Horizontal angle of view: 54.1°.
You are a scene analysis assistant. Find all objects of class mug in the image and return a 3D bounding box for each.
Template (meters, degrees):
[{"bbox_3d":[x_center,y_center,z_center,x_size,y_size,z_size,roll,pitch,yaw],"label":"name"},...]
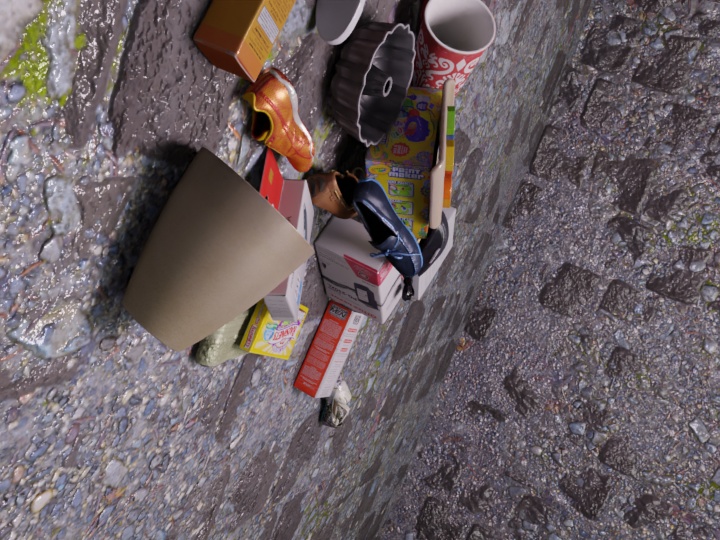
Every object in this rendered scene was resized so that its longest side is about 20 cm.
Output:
[{"bbox_3d":[0.159,-0.414,1.320,0.201,0.131,0.181,117,-14,-65],"label":"mug"}]

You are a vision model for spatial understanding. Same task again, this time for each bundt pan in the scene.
[{"bbox_3d":[0.014,-0.314,1.161,0.203,0.075,0.204,-55,159,-33],"label":"bundt pan"}]

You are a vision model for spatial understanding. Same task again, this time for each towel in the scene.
[{"bbox_3d":[-0.186,0.074,1.136,0.199,0.036,0.151,-10,120,-68],"label":"towel"}]

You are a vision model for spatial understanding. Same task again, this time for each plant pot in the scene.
[{"bbox_3d":[-0.188,-0.010,0.855,0.201,0.187,0.188,-49,159,-6],"label":"plant pot"}]

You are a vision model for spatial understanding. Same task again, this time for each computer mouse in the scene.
[{"bbox_3d":[0.135,-0.044,1.407,0.141,0.045,0.203,-84,-166,-62],"label":"computer mouse"}]

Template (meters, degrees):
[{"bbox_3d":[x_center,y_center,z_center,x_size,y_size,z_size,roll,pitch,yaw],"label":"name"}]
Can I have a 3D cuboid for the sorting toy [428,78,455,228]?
[{"bbox_3d":[0.151,-0.204,1.255,0.186,0.036,0.204,82,16,-61],"label":"sorting toy"}]

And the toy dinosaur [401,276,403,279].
[{"bbox_3d":[0.063,-0.051,1.518,0.181,0.196,0.107,150,-44,-67],"label":"toy dinosaur"}]

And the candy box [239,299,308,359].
[{"bbox_3d":[-0.142,0.095,1.194,0.104,0.026,0.200,-66,165,-4],"label":"candy box"}]

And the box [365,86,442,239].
[{"bbox_3d":[0.082,-0.203,1.325,0.194,0.119,0.203,86,13,-54],"label":"box"}]

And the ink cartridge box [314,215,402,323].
[{"bbox_3d":[0.000,0.000,1.388,0.085,0.143,0.201,-55,158,-24],"label":"ink cartridge box"}]

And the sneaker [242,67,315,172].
[{"bbox_3d":[-0.116,-0.199,0.986,0.077,0.073,0.201,-39,152,-8],"label":"sneaker"}]

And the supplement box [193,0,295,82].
[{"bbox_3d":[-0.112,-0.328,0.816,0.203,0.066,0.069,-64,161,-5],"label":"supplement box"}]

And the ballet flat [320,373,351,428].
[{"bbox_3d":[-0.055,0.315,1.733,0.072,0.071,0.203,-46,153,-44],"label":"ballet flat"}]

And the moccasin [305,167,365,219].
[{"bbox_3d":[-0.027,-0.140,1.245,0.201,0.076,0.075,22,54,-66],"label":"moccasin"}]

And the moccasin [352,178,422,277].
[{"bbox_3d":[0.037,-0.061,1.224,0.201,0.079,0.069,53,42,-22],"label":"moccasin"}]

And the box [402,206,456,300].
[{"bbox_3d":[0.151,-0.060,1.791,0.201,0.105,0.154,-55,158,-29],"label":"box"}]

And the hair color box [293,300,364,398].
[{"bbox_3d":[-0.066,0.173,1.544,0.203,0.060,0.101,-65,161,0],"label":"hair color box"}]

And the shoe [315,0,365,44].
[{"bbox_3d":[0.001,-0.416,1.013,0.091,0.070,0.204,3,105,-64],"label":"shoe"}]

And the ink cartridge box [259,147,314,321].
[{"bbox_3d":[-0.115,-0.052,1.057,0.177,0.044,0.204,78,17,-62],"label":"ink cartridge box"}]
